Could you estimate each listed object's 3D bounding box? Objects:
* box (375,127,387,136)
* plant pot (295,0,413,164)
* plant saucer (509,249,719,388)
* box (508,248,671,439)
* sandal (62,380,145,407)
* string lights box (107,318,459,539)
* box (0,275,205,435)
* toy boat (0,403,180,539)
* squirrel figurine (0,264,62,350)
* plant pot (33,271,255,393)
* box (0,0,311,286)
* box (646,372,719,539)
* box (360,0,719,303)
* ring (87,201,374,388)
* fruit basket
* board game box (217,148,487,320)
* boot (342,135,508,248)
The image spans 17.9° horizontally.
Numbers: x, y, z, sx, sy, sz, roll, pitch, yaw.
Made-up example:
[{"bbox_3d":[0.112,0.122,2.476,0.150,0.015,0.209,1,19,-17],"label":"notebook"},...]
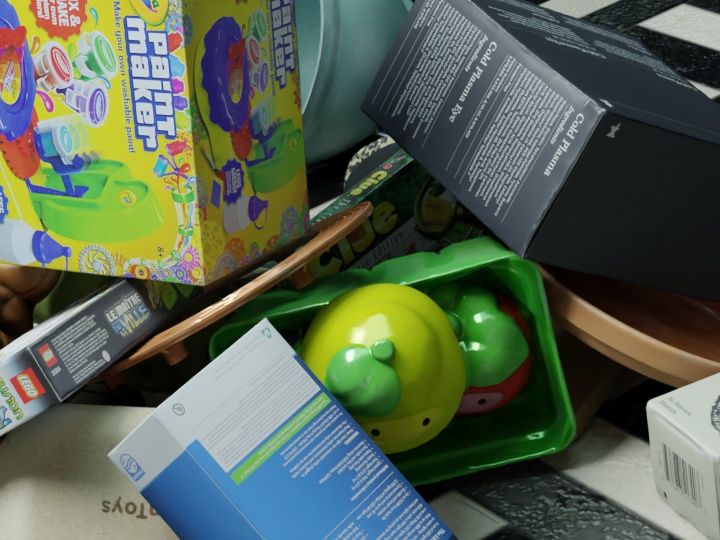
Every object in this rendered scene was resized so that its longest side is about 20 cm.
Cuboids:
[{"bbox_3d":[0.118,-0.095,1.759,0.121,0.033,0.200,-28,34,-32],"label":"box"},{"bbox_3d":[-0.034,-0.175,1.821,0.134,0.201,0.200,4,16,-36],"label":"plant pot"},{"bbox_3d":[0.184,0.026,1.424,0.200,0.032,0.200,20,19,-7],"label":"plant saucer"},{"bbox_3d":[0.111,0.042,1.513,0.163,0.021,0.200,7,32,30],"label":"box"},{"bbox_3d":[-0.197,0.088,1.488,0.081,0.055,0.200,15,2,-26],"label":"sandal"},{"bbox_3d":[-0.026,0.135,1.202,0.103,0.200,0.059,-39,-2,-44],"label":"string lights box"},{"bbox_3d":[-0.175,0.050,1.295,0.110,0.035,0.200,-29,5,25],"label":"box"},{"bbox_3d":[-0.114,0.151,1.290,0.199,0.131,0.131,5,-18,-8],"label":"toy boat"},{"bbox_3d":[-0.280,0.093,1.420,0.141,0.200,0.187,13,55,-19],"label":"squirrel figurine"},{"bbox_3d":[-0.152,-0.015,1.521,0.199,0.201,0.190,-19,31,-18],"label":"plant pot"},{"bbox_3d":[-0.144,-0.111,1.331,0.192,0.201,0.122,5,19,29],"label":"box"},{"bbox_3d":[0.271,0.085,1.326,0.199,0.069,0.082,-21,29,-19],"label":"box"},{"bbox_3d":[0.137,-0.081,1.417,0.200,0.104,0.182,12,24,-42],"label":"box"},{"bbox_3d":[-0.076,0.017,1.342,0.200,0.019,0.200,-31,6,4],"label":"ring"},{"bbox_3d":[0.019,0.066,1.338,0.215,0.156,0.216,-13,24,6],"label":"fruit basket"},{"bbox_3d":[0.000,0.000,1.502,0.200,0.105,0.023,-39,35,-25],"label":"board game box"},{"bbox_3d":[0.060,-0.064,1.646,0.203,0.074,0.154,-20,21,20],"label":"boot"}]
